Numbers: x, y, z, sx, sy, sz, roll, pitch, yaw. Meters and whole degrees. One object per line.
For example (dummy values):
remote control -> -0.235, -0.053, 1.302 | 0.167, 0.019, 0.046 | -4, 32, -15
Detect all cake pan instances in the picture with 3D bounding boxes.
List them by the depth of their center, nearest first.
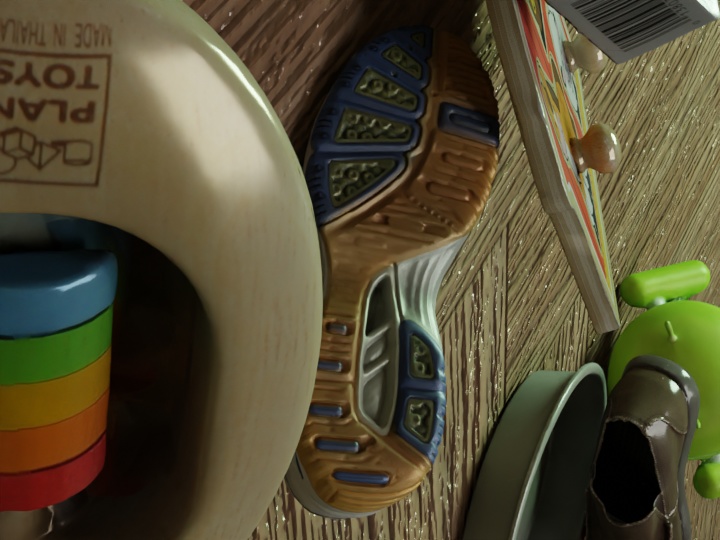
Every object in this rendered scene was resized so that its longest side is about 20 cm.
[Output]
cake pan -> 0.110, 0.152, 1.072 | 0.200, 0.037, 0.201 | 15, 90, -70

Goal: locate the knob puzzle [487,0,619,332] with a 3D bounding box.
knob puzzle -> 0.083, -0.103, 0.714 | 0.220, 0.030, 0.220 | -14, 90, -76

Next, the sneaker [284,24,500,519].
sneaker -> 0.000, 0.000, 0.661 | 0.088, 0.075, 0.200 | 132, -26, -68

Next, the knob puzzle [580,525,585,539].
knob puzzle -> 0.160, 0.259, 1.254 | 0.220, 0.030, 0.220 | -2, 90, -68

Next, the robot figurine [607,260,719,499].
robot figurine -> 0.246, 0.084, 1.253 | 0.200, 0.116, 0.176 | 27, 45, -75

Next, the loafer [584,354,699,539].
loafer -> 0.175, 0.153, 1.109 | 0.071, 0.073, 0.200 | -35, 131, -45

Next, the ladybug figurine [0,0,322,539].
ladybug figurine -> -0.079, 0.008, 0.374 | 0.072, 0.135, 0.200 | -107, -154, -50

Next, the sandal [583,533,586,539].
sandal -> 0.182, 0.211, 1.229 | 0.076, 0.043, 0.200 | 54, 30, -65

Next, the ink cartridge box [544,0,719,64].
ink cartridge box -> 0.081, -0.194, 0.662 | 0.109, 0.050, 0.200 | 29, 46, -48
